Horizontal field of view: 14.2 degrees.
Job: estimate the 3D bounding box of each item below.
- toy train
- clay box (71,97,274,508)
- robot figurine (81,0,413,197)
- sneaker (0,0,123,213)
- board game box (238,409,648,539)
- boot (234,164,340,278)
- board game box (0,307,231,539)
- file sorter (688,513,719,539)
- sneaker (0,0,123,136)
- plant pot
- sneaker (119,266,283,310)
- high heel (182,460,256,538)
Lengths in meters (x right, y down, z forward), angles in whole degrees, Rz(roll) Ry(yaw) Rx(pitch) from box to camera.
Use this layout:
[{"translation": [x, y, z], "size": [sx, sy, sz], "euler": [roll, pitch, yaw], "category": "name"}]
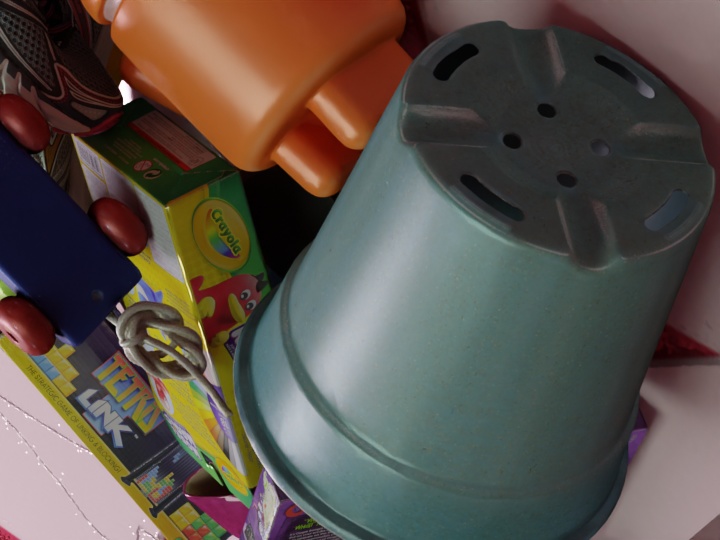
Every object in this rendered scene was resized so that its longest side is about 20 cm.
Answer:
[{"translation": [-0.154, 0.005, 1.441], "size": [0.200, 0.085, 0.116], "euler": [47, 162, -16], "category": "toy train"}, {"translation": [-0.081, 0.022, 1.480], "size": [0.115, 0.048, 0.200], "euler": [38, 149, 52], "category": "clay box"}, {"translation": [-0.060, -0.128, 1.399], "size": [0.200, 0.117, 0.144], "euler": [46, 172, 7], "category": "robot figurine"}, {"translation": [-0.182, -0.075, 1.521], "size": [0.078, 0.201, 0.082], "euler": [5, 169, 36], "category": "sneaker"}, {"translation": [0.037, 0.119, 1.463], "size": [0.120, 0.199, 0.032], "euler": [115, 141, -55], "category": "board game box"}, {"translation": [0.000, 0.000, 1.515], "size": [0.073, 0.076, 0.200], "euler": [-27, 121, 14], "category": "boot"}, {"translation": [-0.152, 0.051, 1.633], "size": [0.200, 0.057, 0.165], "euler": [53, 177, -35], "category": "board game box"}, {"translation": [0.189, 0.199, 1.326], "size": [0.139, 0.200, 0.125], "euler": [38, 129, 18], "category": "file sorter"}, {"translation": [-0.175, -0.157, 1.431], "size": [0.075, 0.081, 0.200], "euler": [-30, 95, 16], "category": "sneaker"}, {"translation": [0.062, 0.004, 1.334], "size": [0.200, 0.200, 0.196], "euler": [40, 137, 16], "category": "plant pot"}, {"translation": [-0.097, -0.025, 1.581], "size": [0.200, 0.080, 0.130], "euler": [52, 150, -20], "category": "sneaker"}, {"translation": [-0.013, 0.087, 1.500], "size": [0.096, 0.068, 0.200], "euler": [18, 135, -20], "category": "high heel"}]
